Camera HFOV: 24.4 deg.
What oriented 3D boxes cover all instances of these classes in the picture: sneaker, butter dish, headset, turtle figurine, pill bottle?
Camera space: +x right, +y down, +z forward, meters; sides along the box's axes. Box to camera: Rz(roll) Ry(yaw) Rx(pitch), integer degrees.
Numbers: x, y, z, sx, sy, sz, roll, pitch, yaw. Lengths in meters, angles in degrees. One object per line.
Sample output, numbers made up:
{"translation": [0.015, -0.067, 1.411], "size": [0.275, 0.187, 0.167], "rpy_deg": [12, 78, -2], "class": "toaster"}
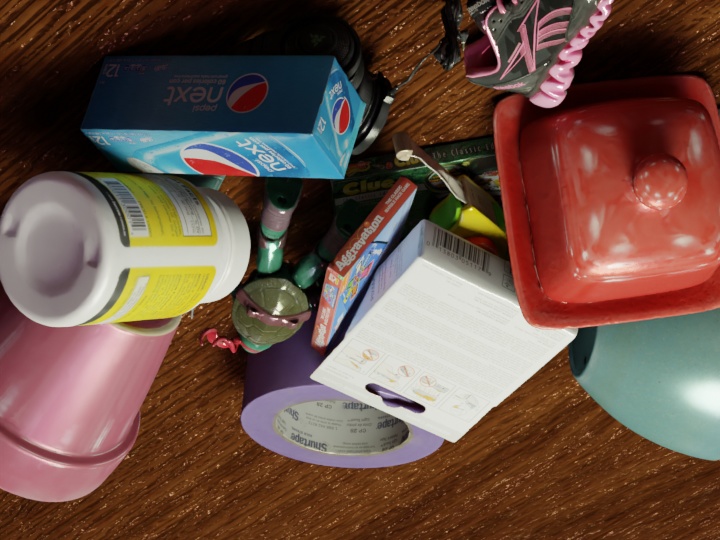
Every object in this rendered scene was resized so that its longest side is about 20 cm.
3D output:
{"translation": [0.130, -0.201, 1.247], "size": [0.094, 0.080, 0.201], "rpy_deg": [8, 142, -9], "class": "sneaker"}
{"translation": [0.220, -0.063, 1.329], "size": [0.197, 0.202, 0.148], "rpy_deg": [-7, 176, -7], "class": "butter dish"}
{"translation": [-0.015, -0.155, 1.281], "size": [0.198, 0.095, 0.124], "rpy_deg": [-9, 146, 25], "class": "headset"}
{"translation": [-0.073, 0.009, 1.457], "size": [0.148, 0.101, 0.201], "rpy_deg": [10, 138, -23], "class": "turtle figurine"}
{"translation": [-0.178, -0.018, 1.292], "size": [0.114, 0.115, 0.199], "rpy_deg": [-31, 166, 27], "class": "pill bottle"}

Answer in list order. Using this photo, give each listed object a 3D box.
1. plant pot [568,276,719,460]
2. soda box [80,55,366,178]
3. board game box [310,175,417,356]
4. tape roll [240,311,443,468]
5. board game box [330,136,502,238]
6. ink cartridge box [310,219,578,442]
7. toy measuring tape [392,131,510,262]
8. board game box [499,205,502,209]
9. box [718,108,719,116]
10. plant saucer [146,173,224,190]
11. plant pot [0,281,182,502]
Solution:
{"translation": [0.261, 0.059, 1.472], "size": [0.133, 0.202, 0.201], "rpy_deg": [8, 144, -8], "class": "plant pot"}
{"translation": [-0.102, -0.114, 1.226], "size": [0.198, 0.068, 0.064], "rpy_deg": [3, 154, 27], "class": "soda box"}
{"translation": [0.000, 0.000, 1.422], "size": [0.019, 0.103, 0.200], "rpy_deg": [35, 159, 7], "class": "board game box"}
{"translation": [-0.014, 0.115, 1.606], "size": [0.198, 0.086, 0.201], "rpy_deg": [4, 151, 2], "class": "tape roll"}
{"translation": [0.073, -0.071, 1.457], "size": [0.198, 0.024, 0.105], "rpy_deg": [-9, 149, -5], "class": "board game box"}
{"translation": [0.071, 0.057, 1.455], "size": [0.161, 0.057, 0.200], "rpy_deg": [25, 140, -17], "class": "ink cartridge box"}
{"translation": [0.070, -0.048, 1.413], "size": [0.073, 0.074, 0.200], "rpy_deg": [-29, 138, 25], "class": "toy measuring tape"}
{"translation": [0.179, 0.002, 1.523], "size": [0.157, 0.039, 0.199], "rpy_deg": [-24, 142, 31], "class": "board game box"}
{"translation": [0.288, -0.063, 1.521], "size": [0.154, 0.041, 0.201], "rpy_deg": [-14, 145, 4], "class": "box"}
{"translation": [-0.176, -0.032, 1.440], "size": [0.069, 0.019, 0.200], "rpy_deg": [6, 142, -25], "class": "plant saucer"}
{"translation": [-0.250, 0.062, 1.408], "size": [0.199, 0.201, 0.179], "rpy_deg": [18, 126, -38], "class": "plant pot"}
